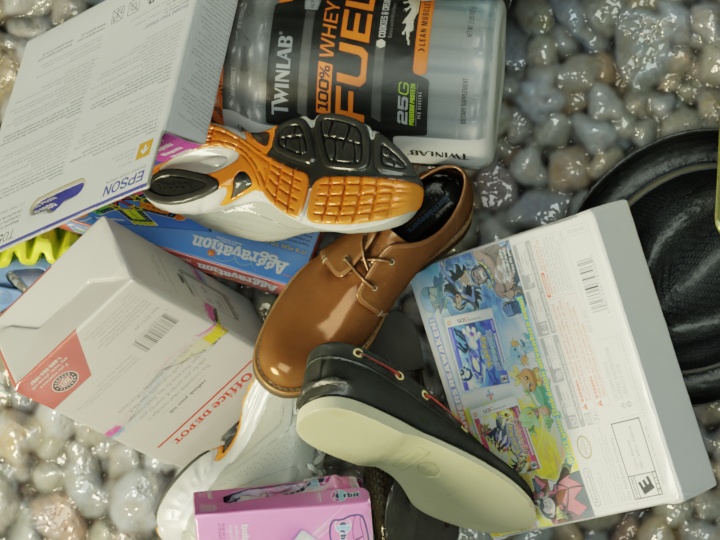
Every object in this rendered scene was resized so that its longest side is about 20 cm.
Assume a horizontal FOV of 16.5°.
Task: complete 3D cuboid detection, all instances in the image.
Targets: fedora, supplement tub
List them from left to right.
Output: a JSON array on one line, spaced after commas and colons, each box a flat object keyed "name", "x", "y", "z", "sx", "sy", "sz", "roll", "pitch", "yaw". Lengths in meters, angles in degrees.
[{"name": "supplement tub", "x": -0.004, "y": -0.135, "z": 1.692, "sx": 0.200, "sy": 0.123, "sz": 0.123, "roll": 4, "pitch": 91, "yaw": 6}, {"name": "fedora", "x": 0.229, "y": -0.003, "z": 1.680, "sx": 0.200, "sy": 0.092, "sz": 0.201, "roll": 0, "pitch": 88, "yaw": 3}]

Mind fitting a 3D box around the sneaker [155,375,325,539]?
[{"name": "sneaker", "x": -0.044, "y": 0.125, "z": 1.679, "sx": 0.092, "sy": 0.076, "sz": 0.200, "roll": 36, "pitch": 89, "yaw": 28}]

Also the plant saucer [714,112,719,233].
[{"name": "plant saucer", "x": 0.319, "y": -0.078, "z": 1.648, "sx": 0.200, "sy": 0.048, "sz": 0.200, "roll": 15, "pitch": 61, "yaw": -14}]

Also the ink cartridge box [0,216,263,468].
[{"name": "ink cartridge box", "x": -0.140, "y": 0.057, "z": 1.696, "sx": 0.116, "sy": 0.200, "sz": 0.068, "roll": -42, "pitch": 48, "yaw": 14}]

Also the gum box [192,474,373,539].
[{"name": "gum box", "x": -0.047, "y": 0.232, "z": 1.615, "sx": 0.113, "sy": 0.066, "sz": 0.200, "roll": -4, "pitch": 98, "yaw": -5}]

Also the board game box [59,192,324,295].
[{"name": "board game box", "x": -0.122, "y": -0.052, "z": 1.731, "sx": 0.200, "sy": 0.019, "sz": 0.103, "roll": 17, "pitch": 58, "yaw": 5}]

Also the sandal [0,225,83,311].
[{"name": "sandal", "x": -0.213, "y": 0.003, "z": 1.747, "sx": 0.200, "sy": 0.080, "sz": 0.087, "roll": 10, "pitch": 125, "yaw": 0}]

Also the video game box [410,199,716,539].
[{"name": "video game box", "x": 0.132, "y": 0.070, "z": 1.669, "sx": 0.182, "sy": 0.047, "sz": 0.200, "roll": -18, "pitch": 89, "yaw": 45}]

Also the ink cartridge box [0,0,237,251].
[{"name": "ink cartridge box", "x": -0.171, "y": -0.099, "z": 1.651, "sx": 0.196, "sy": 0.043, "sz": 0.200, "roll": -20, "pitch": 47, "yaw": 40}]

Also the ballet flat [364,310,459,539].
[{"name": "ballet flat", "x": 0.024, "y": 0.125, "z": 1.735, "sx": 0.067, "sy": 0.046, "sz": 0.200, "roll": -14, "pitch": 95, "yaw": -33}]

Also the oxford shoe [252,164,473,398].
[{"name": "oxford shoe", "x": 0.000, "y": 0.000, "z": 1.647, "sx": 0.071, "sy": 0.071, "sz": 0.200, "roll": 39, "pitch": 74, "yaw": 9}]

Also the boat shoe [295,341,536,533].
[{"name": "boat shoe", "x": 0.042, "y": 0.112, "z": 1.633, "sx": 0.201, "sy": 0.063, "sz": 0.074, "roll": 32, "pitch": 135, "yaw": -30}]

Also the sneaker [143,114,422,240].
[{"name": "sneaker", "x": -0.041, "y": -0.054, "z": 1.638, "sx": 0.200, "sy": 0.092, "sz": 0.076, "roll": 8, "pitch": 73, "yaw": 30}]
